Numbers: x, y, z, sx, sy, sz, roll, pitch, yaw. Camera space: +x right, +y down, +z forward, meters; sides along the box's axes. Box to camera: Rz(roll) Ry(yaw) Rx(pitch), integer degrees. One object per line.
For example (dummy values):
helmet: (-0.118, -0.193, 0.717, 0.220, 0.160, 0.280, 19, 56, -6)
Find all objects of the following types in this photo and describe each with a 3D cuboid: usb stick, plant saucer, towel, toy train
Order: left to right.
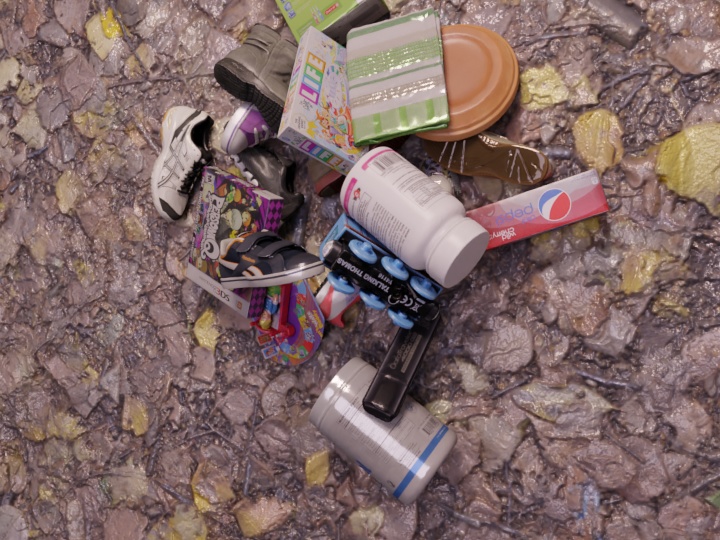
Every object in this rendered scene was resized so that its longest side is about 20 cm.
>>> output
toy train: (0.030, 0.003, 0.949, 0.199, 0.115, 0.087, 30, 113, -18)
towel: (0.053, -0.284, 0.956, 0.148, 0.031, 0.202, -10, 69, 16)
usb stick: (0.064, 0.132, 0.965, 0.055, 0.033, 0.201, 20, 55, 15)
plant saucer: (0.134, -0.288, 0.963, 0.198, 0.037, 0.202, -6, 67, 15)

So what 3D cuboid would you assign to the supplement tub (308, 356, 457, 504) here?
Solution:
supplement tub: (0.035, 0.242, 0.985, 0.199, 0.132, 0.133, 36, 101, 15)

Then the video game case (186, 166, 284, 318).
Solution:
video game case: (-0.211, -0.049, 1.062, 0.180, 0.036, 0.202, 28, 112, 37)

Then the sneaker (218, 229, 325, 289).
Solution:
sneaker: (-0.138, -0.019, 0.933, 0.199, 0.078, 0.080, -5, 99, 38)

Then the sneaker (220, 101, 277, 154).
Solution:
sneaker: (-0.124, -0.237, 1.036, 0.114, 0.073, 0.201, 42, 75, 6)

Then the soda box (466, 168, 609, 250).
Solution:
soda box: (0.252, -0.082, 0.944, 0.198, 0.070, 0.064, -19, 86, 17)

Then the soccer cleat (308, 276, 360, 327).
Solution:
soccer cleat: (0.000, 0.000, 1.036, 0.073, 0.068, 0.200, 39, 102, -3)

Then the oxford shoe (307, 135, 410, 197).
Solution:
oxford shoe: (-0.003, -0.200, 1.028, 0.199, 0.070, 0.075, -32, 74, 14)

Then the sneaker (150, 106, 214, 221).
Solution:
sneaker: (-0.303, -0.183, 1.121, 0.087, 0.076, 0.202, 8, 93, 18)

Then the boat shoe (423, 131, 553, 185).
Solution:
boat shoe: (0.189, -0.173, 0.969, 0.199, 0.065, 0.073, 21, 104, 26)

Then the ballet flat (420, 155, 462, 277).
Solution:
ballet flat: (0.119, -0.083, 0.989, 0.071, 0.072, 0.203, -1, 90, 18)

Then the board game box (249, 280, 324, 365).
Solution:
board game box: (-0.143, 0.062, 1.058, 0.158, 0.039, 0.201, -34, 79, 39)

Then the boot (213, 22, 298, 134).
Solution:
boot: (-0.113, -0.289, 0.991, 0.200, 0.068, 0.131, 40, 62, -3)

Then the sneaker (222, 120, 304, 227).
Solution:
sneaker: (-0.155, -0.174, 1.082, 0.090, 0.066, 0.201, -30, 83, 10)

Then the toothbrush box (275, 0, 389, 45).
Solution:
toothbrush box: (-0.067, -0.468, 1.038, 0.145, 0.086, 0.201, -31, 82, 17)

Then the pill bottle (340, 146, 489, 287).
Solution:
pill bottle: (0.075, -0.074, 0.909, 0.200, 0.113, 0.114, 42, 102, 24)

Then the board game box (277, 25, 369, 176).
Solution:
board game box: (-0.042, -0.251, 0.966, 0.034, 0.134, 0.202, -30, 44, 48)
